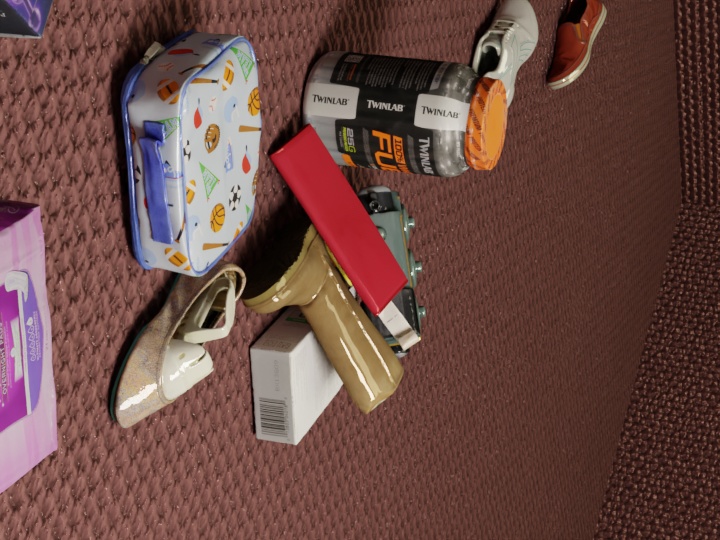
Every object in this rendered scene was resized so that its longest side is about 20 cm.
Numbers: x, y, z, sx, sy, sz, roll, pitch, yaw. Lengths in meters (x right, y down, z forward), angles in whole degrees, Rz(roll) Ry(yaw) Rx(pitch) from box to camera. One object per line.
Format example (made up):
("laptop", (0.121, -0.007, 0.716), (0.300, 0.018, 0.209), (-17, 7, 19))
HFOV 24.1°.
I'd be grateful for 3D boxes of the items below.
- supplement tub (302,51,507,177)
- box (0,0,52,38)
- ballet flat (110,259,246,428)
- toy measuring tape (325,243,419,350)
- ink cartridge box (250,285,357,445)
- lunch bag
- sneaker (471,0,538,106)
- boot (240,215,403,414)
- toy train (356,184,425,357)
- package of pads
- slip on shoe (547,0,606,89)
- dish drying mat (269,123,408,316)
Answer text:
("supplement tub", (0.048, -0.165, 1.793), (0.122, 0.199, 0.123), (8, 90, -70))
("box", (-0.258, -0.252, 1.021), (0.200, 0.104, 0.149), (50, 50, -65))
("ballet flat", (-0.156, 0.060, 1.497), (0.068, 0.067, 0.200), (76, 29, -46))
("toy measuring tape", (0.000, 0.000, 1.809), (0.200, 0.073, 0.074), (56, 26, -2))
("ink cartridge box", (-0.057, 0.092, 1.824), (0.200, 0.050, 0.109), (-49, 142, -59))
("lunch bag", (-0.148, -0.104, 1.448), (0.160, 0.075, 0.201), (-50, 144, -53))
("sneaker", (0.202, -0.317, 2.379), (0.080, 0.070, 0.201), (64, 39, -54))
("boot", (-0.033, 0.061, 1.725), (0.200, 0.066, 0.175), (61, 30, -17))
("toy train", (0.028, -0.001, 1.908), (0.114, 0.085, 0.201), (80, 3, -85))
("package of pads", (-0.269, 0.059, 1.158), (0.121, 0.075, 0.201), (-46, 139, -62))
("slip on shoe", (0.351, -0.383, 2.807), (0.061, 0.074, 0.201), (40, 59, -27))
("dish drying mat", (-0.021, -0.052, 1.751), (0.200, 0.018, 0.077), (58, 39, -12))
